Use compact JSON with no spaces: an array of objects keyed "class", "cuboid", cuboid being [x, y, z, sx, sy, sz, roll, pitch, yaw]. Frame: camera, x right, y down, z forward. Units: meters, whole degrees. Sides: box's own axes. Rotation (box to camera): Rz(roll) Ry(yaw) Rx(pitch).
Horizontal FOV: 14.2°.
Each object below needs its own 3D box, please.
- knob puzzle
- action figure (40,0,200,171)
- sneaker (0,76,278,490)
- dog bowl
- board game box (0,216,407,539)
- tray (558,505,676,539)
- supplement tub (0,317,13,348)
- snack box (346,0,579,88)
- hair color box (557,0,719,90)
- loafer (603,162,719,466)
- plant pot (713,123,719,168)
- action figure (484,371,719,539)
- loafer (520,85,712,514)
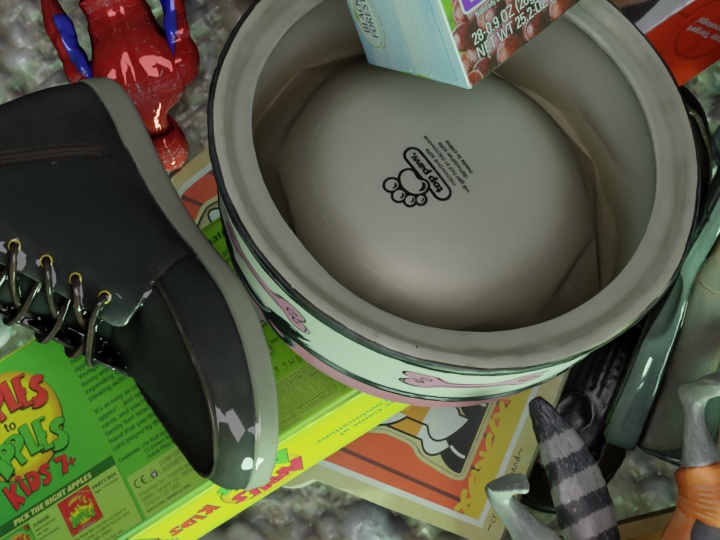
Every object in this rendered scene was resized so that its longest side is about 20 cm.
[{"class":"knob puzzle","cuboid":[0.000,0.000,1.249,0.218,0.030,0.222,-2,83,15]},{"class":"action figure","cuboid":[-0.115,-0.139,1.266,0.065,0.052,0.201,-19,96,0]},{"class":"sneaker","cuboid":[-0.113,0.015,1.149,0.106,0.075,0.201,-14,55,-27]},{"class":"dog bowl","cuboid":[0.032,-0.034,1.160,0.199,0.074,0.201,6,61,-10]},{"class":"board game box","cuboid":[-0.075,0.053,1.217,0.199,0.048,0.102,-33,68,10]},{"class":"tray","cuboid":[0.144,0.152,1.257,0.199,0.037,0.099,-11,88,-27]},{"class":"supplement tub","cuboid":[-0.244,-0.025,1.215,0.122,0.123,0.201,-32,92,-5]},{"class":"snack box","cuboid":[0.064,-0.196,1.119,0.200,0.067,0.169,-39,125,-29]},{"class":"hair color box","cuboid":[0.159,-0.162,1.242,0.199,0.061,0.102,-35,63,11]},{"class":"loafer","cuboid":[0.160,0.001,1.175,0.063,0.072,0.201,24,128,3]},{"class":"plant pot","cuboid":[0.264,-0.052,1.234,0.199,0.196,0.197,-27,91,13]},{"class":"action figure","cuboid":[0.139,0.138,1.188,0.199,0.104,0.195,-29,113,-34]},{"class":"loafer","cuboid":[0.115,0.012,1.272,0.072,0.071,0.202,13,88,-5]}]
